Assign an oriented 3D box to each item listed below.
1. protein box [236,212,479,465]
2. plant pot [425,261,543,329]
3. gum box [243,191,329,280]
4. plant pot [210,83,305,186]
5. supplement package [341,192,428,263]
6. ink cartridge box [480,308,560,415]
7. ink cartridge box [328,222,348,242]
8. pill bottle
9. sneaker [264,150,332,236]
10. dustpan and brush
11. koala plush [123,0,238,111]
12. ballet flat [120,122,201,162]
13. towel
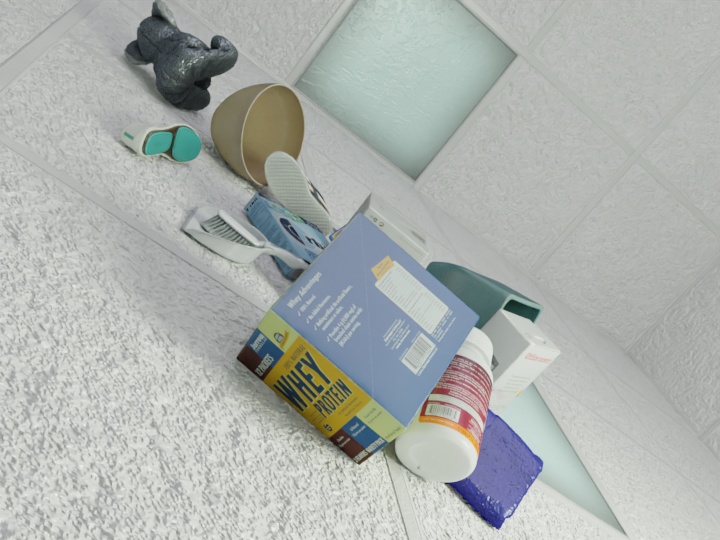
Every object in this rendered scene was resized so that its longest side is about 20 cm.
[{"bbox_3d":[-0.002,0.080,0.995,0.200,0.135,0.199,40,51,0],"label":"protein box"},{"bbox_3d":[0.198,0.088,1.597,0.199,0.198,0.195,37,11,30],"label":"plant pot"},{"bbox_3d":[-0.103,-0.039,1.460,0.169,0.045,0.200,27,20,-46],"label":"gum box"},{"bbox_3d":[-0.222,-0.282,1.651,0.133,0.203,0.200,16,1,31],"label":"plant pot"},{"bbox_3d":[0.000,0.000,1.289,0.119,0.201,0.121,37,14,-7],"label":"supplement package"},{"bbox_3d":[0.211,0.169,1.333,0.086,0.200,0.147,48,15,29],"label":"ink cartridge box"},{"bbox_3d":[0.036,0.014,1.506,0.200,0.076,0.137,51,-5,30],"label":"ink cartridge box"},{"bbox_3d":[0.120,0.174,1.111,0.109,0.109,0.201,37,44,-13],"label":"pill bottle"},{"bbox_3d":[-0.130,-0.157,1.657,0.201,0.078,0.080,57,5,-23],"label":"sneaker"},{"bbox_3d":[-0.169,-0.043,1.265,0.199,0.057,0.140,38,14,-13],"label":"dustpan and brush"},{"bbox_3d":[-0.399,-0.462,1.730,0.200,0.178,0.183,47,25,9],"label":"koala plush"},{"bbox_3d":[-0.338,-0.224,1.389,0.069,0.070,0.200,42,15,8],"label":"ballet flat"},{"bbox_3d":[0.155,0.255,1.174,0.200,0.050,0.147,43,47,10],"label":"towel"}]
